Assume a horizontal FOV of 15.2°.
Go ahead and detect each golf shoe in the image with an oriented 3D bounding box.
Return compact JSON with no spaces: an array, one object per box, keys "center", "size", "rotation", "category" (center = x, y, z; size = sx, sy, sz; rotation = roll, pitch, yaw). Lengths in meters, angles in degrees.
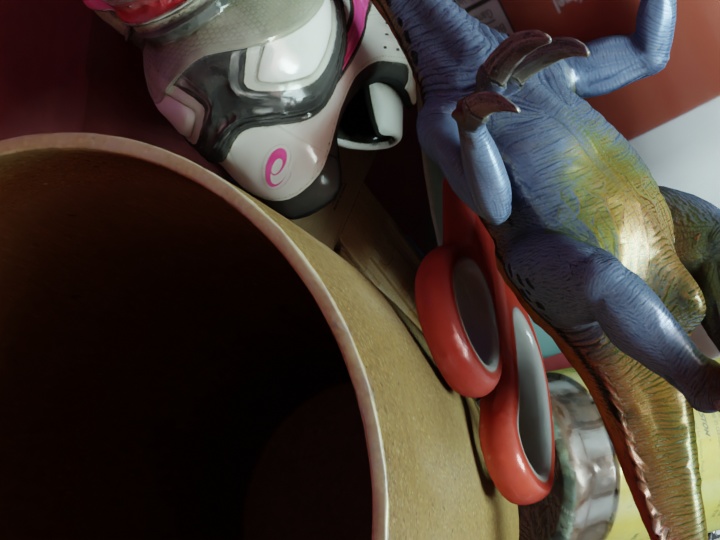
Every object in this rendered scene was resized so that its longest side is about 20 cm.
[{"center":[-0.019,-0.076,0.779],"size":[0.092,0.072,0.200],"rotation":[60,23,-12],"category":"golf shoe"}]

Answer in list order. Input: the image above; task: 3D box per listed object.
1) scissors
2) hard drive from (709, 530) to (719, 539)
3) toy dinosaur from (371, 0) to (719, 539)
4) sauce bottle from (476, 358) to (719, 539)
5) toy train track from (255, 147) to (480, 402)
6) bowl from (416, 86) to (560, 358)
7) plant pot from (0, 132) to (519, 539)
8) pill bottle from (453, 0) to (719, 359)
[{"center":[0.032,-0.019,0.762],"size":[0.073,0.014,0.201],"rotation":[56,20,-34],"category":"scissors"},{"center":[0.120,0.214,1.027],"size":[0.140,0.038,0.201],"rotation":[54,52,-37],"category":"hard drive"},{"center":[0.037,-0.020,0.679],"size":[0.105,0.181,0.201],"rotation":[-20,138,-53],"category":"toy dinosaur"},{"center":[0.128,0.057,0.928],"size":[0.199,0.065,0.065],"rotation":[-6,95,-35],"category":"sauce bottle"},{"center":[0.000,0.000,0.876],"size":[0.200,0.032,0.115],"rotation":[51,51,-40],"category":"toy train track"},{"center":[0.096,-0.070,0.893],"size":[0.201,0.104,0.202],"rotation":[-2,90,-70],"category":"bowl"},{"center":[-0.034,0.069,0.735],"size":[0.200,0.185,0.188],"rotation":[12,81,-63],"category":"plant pot"},{"center":[0.080,-0.080,0.757],"size":[0.112,0.112,0.201],"rotation":[-31,94,-47],"category":"pill bottle"}]
